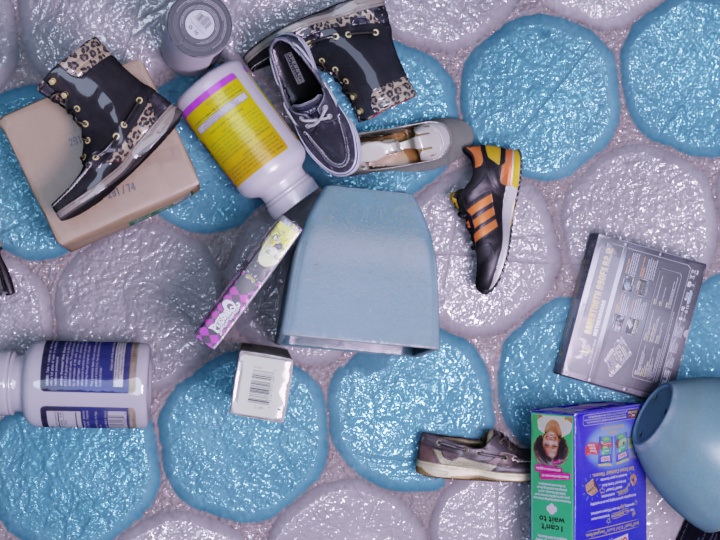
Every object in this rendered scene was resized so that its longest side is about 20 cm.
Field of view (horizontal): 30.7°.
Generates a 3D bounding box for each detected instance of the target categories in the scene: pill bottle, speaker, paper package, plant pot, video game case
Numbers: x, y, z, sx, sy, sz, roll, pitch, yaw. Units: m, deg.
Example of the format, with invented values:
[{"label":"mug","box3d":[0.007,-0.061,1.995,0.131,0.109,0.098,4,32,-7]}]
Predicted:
[{"label":"pill bottle","box3d":[-0.369,0.145,1.676,0.199,0.111,0.111,2,89,-6]},{"label":"speaker","box3d":[-0.209,-0.295,1.652,0.081,0.200,0.081,0,91,-11]},{"label":"paper package","box3d":[-0.331,-0.147,1.687,0.200,0.103,0.191,-25,93,-6]},{"label":"plant pot","box3d":[0.432,0.215,1.691,0.135,0.200,0.200,30,87,-7]},{"label":"video game case","box3d":[-0.143,0.014,1.655,0.036,0.200,0.181,37,86,-4]},{"label":"plant pot","box3d":[0.000,0.000,1.679,0.195,0.196,0.200,6,83,-5]},{"label":"pill bottle","box3d":[-0.142,-0.166,1.705,0.104,0.104,0.200,-37,92,-5]}]

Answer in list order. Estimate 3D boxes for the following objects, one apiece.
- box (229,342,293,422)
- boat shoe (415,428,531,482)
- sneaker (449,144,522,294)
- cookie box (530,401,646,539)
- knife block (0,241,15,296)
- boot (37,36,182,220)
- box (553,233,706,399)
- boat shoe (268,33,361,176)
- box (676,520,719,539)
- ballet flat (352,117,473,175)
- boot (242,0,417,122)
[{"label":"box","box3d":[-0.125,0.138,1.655,0.068,0.200,0.082,10,88,-5]},{"label":"boat shoe","box3d":[0.174,0.244,1.746,0.199,0.073,0.065,1,94,-5]},{"label":"sneaker","box3d":[0.159,-0.070,1.755,0.090,0.070,0.201,11,85,0]},{"label":"cookie box","box3d":[0.299,0.277,1.715,0.171,0.075,0.201,1,89,-46]},{"label":"knife block","box3d":[-0.507,-0.051,1.698,0.064,0.176,0.200,-19,46,-6]},{"label":"boot","box3d":[-0.334,-0.173,1.599,0.200,0.073,0.151,-45,96,-8]},{"label":"box","box3d":[0.364,0.066,1.779,0.158,0.048,0.200,15,88,-4]},{"label":"boat shoe","box3d":[-0.060,-0.208,1.672,0.072,0.068,0.200,-22,99,9]},{"label":"box","box3d":[0.523,0.329,1.717,0.124,0.197,0.200,25,87,-6]},{"label":"ballet flat","box3d":[0.058,-0.162,1.744,0.200,0.064,0.068,-11,90,-6]},{"label":"boot","box3d":[-0.037,-0.263,1.733,0.203,0.073,0.154,-24,95,-4]}]
